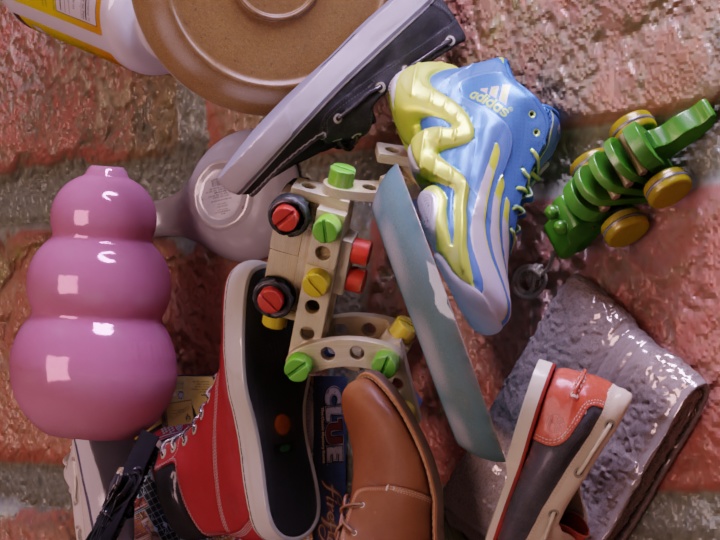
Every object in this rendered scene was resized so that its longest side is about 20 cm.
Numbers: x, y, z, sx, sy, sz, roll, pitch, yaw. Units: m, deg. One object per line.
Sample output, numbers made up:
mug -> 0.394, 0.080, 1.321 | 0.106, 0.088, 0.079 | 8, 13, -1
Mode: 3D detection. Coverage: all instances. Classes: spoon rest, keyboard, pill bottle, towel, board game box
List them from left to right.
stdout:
keyboard -> -0.190, 0.206, 1.694 | 0.127, 0.021, 0.200 | 109, -176, -72
pill bottle -> -0.182, -0.214, 1.800 | 0.200, 0.109, 0.109 | 25, 106, 43
spoon rest -> -0.126, -0.050, 1.785 | 0.200, 0.061, 0.099 | -8, 84, 31
board game box -> -0.092, 0.144, 1.745 | 0.200, 0.035, 0.136 | -1, 87, 45
towel -> 0.133, 0.116, 1.522 | 0.133, 0.034, 0.200 | 44, 117, 36

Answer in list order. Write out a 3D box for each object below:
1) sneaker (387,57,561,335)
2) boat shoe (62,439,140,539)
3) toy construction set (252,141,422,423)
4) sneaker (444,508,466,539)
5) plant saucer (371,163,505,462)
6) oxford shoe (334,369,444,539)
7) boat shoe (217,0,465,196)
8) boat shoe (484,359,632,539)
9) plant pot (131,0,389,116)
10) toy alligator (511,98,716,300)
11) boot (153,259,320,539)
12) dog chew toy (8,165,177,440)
sneaker -> 0.087, -0.060, 1.521 | 0.105, 0.076, 0.200 | -19, 65, 6
boat shoe -> -0.203, 0.156, 1.836 | 0.070, 0.071, 0.200 | -12, 86, 42
toy construction set -> 0.000, 0.000, 1.605 | 0.131, 0.092, 0.200 | 15, 100, 8
sneaker -> 0.021, 0.243, 1.565 | 0.077, 0.089, 0.200 | -24, 52, 51
plant saucer -> 0.046, 0.031, 1.485 | 0.027, 0.200, 0.200 | -21, 68, 1
oxford shoe -> 0.013, 0.158, 1.534 | 0.071, 0.071, 0.200 | 125, 135, -58
boat shoe -> -0.011, -0.115, 1.596 | 0.200, 0.057, 0.069 | -45, 8, -7
boat shoe -> 0.115, 0.150, 1.471 | 0.063, 0.071, 0.200 | 17, 115, 6
plant pot -> -0.059, -0.205, 1.626 | 0.027, 0.200, 0.200 | -140, 59, -77
toy alligator -> 0.146, -0.043, 1.501 | 0.200, 0.054, 0.059 | -45, 58, 34
boot -> -0.103, 0.095, 1.687 | 0.144, 0.072, 0.200 | -5, 88, 46
dog chew toy -> -0.193, 0.023, 1.738 | 0.125, 0.125, 0.200 | 7, 93, 45
